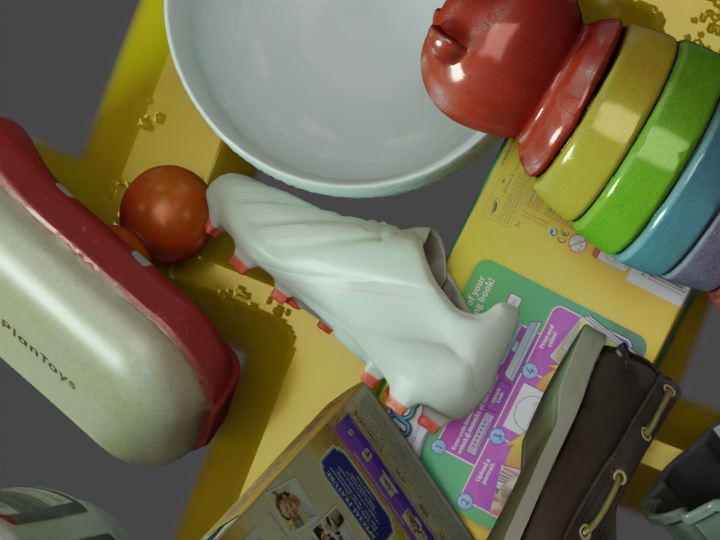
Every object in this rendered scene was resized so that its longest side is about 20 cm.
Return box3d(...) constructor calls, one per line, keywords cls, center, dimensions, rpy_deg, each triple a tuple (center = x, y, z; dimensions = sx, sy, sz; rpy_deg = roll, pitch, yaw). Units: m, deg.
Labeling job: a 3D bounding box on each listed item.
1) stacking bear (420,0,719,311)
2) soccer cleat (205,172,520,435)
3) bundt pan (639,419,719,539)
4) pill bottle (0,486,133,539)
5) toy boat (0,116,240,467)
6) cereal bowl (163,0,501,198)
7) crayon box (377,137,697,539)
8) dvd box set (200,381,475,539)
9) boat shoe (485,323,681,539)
box3d(cls="stacking bear", center=(0.121, -0.069, 0.973), dimensions=(0.199, 0.122, 0.114), rpy_deg=(30, 112, -3))
box3d(cls="soccer cleat", center=(0.000, 0.000, 1.043), dimensions=(0.200, 0.069, 0.078), rpy_deg=(40, 95, 35))
box3d(cls="bundt pan", center=(0.227, 0.085, 0.936), dimensions=(0.201, 0.202, 0.076), rpy_deg=(-32, 92, 6))
box3d(cls="pill bottle", center=(-0.176, 0.164, 1.029), dimensions=(0.113, 0.200, 0.115), rpy_deg=(-1, 86, 9))
box3d(cls="toy boat", center=(-0.128, -0.006, 1.089), dimensions=(0.200, 0.131, 0.131), rpy_deg=(41, 63, 9))
box3d(cls="cereal bowl", center=(0.004, -0.132, 1.077), dimensions=(0.199, 0.083, 0.202), rpy_deg=(-2, 81, 11))
box3d(cls="crayon box", center=(0.086, 0.046, 1.066), dimensions=(0.118, 0.058, 0.201), rpy_deg=(27, 91, 11))
box3d(cls="dvd box set", center=(0.001, 0.149, 0.949), dimensions=(0.029, 0.200, 0.147), rpy_deg=(-33, 95, 26))
box3d(cls="boat shoe", center=(0.093, 0.117, 0.964), dimensions=(0.059, 0.072, 0.201), rpy_deg=(26, 55, 0))
